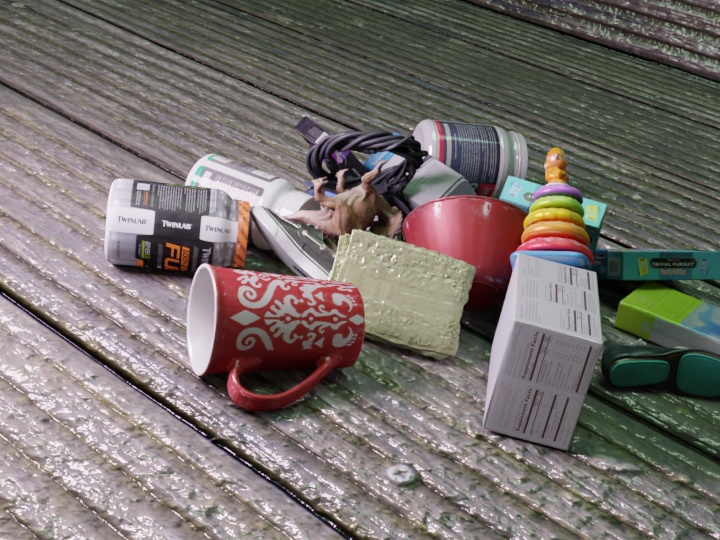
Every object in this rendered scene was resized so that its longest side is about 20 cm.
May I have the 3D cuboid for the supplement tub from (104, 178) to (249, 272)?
[{"bbox_3d":[-0.262,-0.062,1.514,0.197,0.124,0.123,5,25,-9],"label":"supplement tub"}]

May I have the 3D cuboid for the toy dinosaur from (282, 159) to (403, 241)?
[{"bbox_3d":[-0.010,-0.080,1.567,0.198,0.137,0.086,-22,12,-25],"label":"toy dinosaur"}]

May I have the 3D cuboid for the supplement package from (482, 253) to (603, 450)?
[{"bbox_3d":[0.228,0.098,1.329,0.109,0.157,0.200,14,25,4],"label":"supplement package"}]

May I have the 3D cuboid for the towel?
[{"bbox_3d":[0.049,0.032,1.442,0.197,0.150,0.037,14,-13,9],"label":"towel"}]

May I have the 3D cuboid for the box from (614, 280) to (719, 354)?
[{"bbox_3d":[0.499,0.083,1.590,0.198,0.048,0.121,24,28,28],"label":"box"}]

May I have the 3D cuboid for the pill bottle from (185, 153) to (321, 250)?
[{"bbox_3d":[-0.168,-0.100,1.640,0.198,0.114,0.113,22,27,23],"label":"pill bottle"}]

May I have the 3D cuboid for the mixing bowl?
[{"bbox_3d":[0.157,-0.011,1.532,0.197,0.201,0.110,8,61,-5],"label":"mixing bowl"}]

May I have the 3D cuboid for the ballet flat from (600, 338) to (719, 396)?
[{"bbox_3d":[0.423,0.128,1.448,0.197,0.074,0.073,4,26,-8],"label":"ballet flat"}]

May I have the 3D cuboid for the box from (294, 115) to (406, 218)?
[{"bbox_3d":[-0.017,-0.166,1.776,0.200,0.036,0.143,44,-1,-34],"label":"box"}]

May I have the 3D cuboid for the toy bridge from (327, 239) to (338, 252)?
[{"bbox_3d":[0.000,0.000,1.598,0.067,0.028,0.200,-11,32,-35],"label":"toy bridge"}]

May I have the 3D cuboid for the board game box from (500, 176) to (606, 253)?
[{"bbox_3d":[0.284,-0.047,1.608,0.149,0.201,0.047,18,61,15],"label":"board game box"}]

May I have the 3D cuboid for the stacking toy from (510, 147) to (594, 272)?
[{"bbox_3d":[0.272,-0.079,1.466,0.108,0.203,0.116,1,-22,15],"label":"stacking toy"}]

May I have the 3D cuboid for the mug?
[{"bbox_3d":[-0.104,0.086,1.309,0.198,0.180,0.133,3,-11,-25],"label":"mug"}]

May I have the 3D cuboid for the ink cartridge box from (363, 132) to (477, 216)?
[{"bbox_3d":[0.114,-0.121,1.745,0.084,0.145,0.200,-43,42,-5],"label":"ink cartridge box"}]

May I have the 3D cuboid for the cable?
[{"bbox_3d":[0.010,-0.170,1.609,0.162,0.200,0.051,22,63,-24],"label":"cable"}]

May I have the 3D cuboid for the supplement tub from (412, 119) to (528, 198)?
[{"bbox_3d":[0.197,-0.203,1.962,0.197,0.142,0.141,4,26,-13],"label":"supplement tub"}]

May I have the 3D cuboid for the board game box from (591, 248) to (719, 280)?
[{"bbox_3d":[0.465,-0.011,1.711,0.197,0.048,0.151,-1,3,-22],"label":"board game box"}]

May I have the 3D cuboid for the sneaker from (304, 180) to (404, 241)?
[{"bbox_3d":[-0.007,-0.098,1.735,0.197,0.082,0.147,11,29,14],"label":"sneaker"}]

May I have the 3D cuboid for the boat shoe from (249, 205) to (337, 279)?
[{"bbox_3d":[-0.076,-0.030,1.515,0.064,0.071,0.200,-43,77,-15],"label":"boat shoe"}]
